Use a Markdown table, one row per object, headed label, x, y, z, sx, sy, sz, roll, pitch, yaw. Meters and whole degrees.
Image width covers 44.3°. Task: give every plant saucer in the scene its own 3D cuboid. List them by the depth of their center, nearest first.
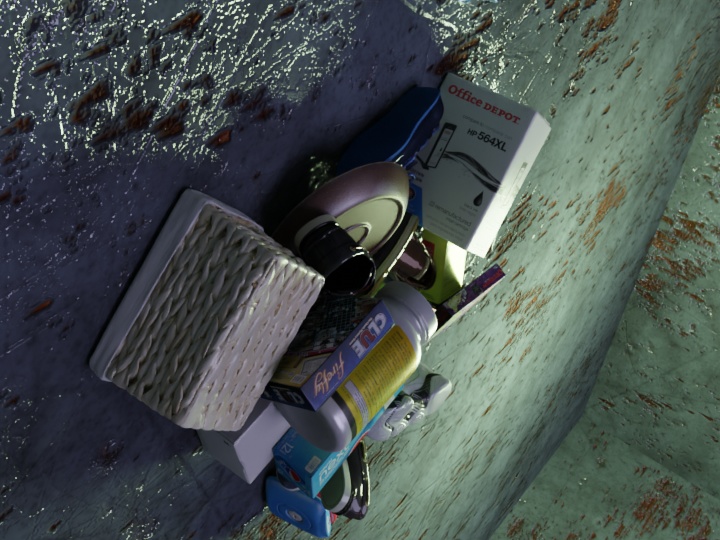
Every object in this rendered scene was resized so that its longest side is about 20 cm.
| label | x | y | z | sx | sy | sz | roll | pitch | yaw |
| --- | --- | --- | --- | --- | --- | --- | --- | --- | --- |
| plant saucer | -0.019 | -0.045 | 1.029 | 0.199 | 0.032 | 0.201 | -30 | 159 | -13 |

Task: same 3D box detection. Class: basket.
| label | x | y | z | sx | sy | sz | roll | pitch | yaw |
| --- | --- | --- | --- | --- | --- | --- | --- | --- | --- |
| basket | -0.143 | 0.046 | 0.866 | 0.202 | 0.123 | 0.135 | -61 | 156 | 1 |

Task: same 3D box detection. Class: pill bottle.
| label | x | y | z | sx | sy | sz | roll | pitch | yaw |
| --- | --- | --- | --- | --- | --- | --- | --- | --- | --- |
| pill bottle | -0.001 | 0.106 | 1.034 | 0.200 | 0.112 | 0.113 | -43 | 151 | -30 |

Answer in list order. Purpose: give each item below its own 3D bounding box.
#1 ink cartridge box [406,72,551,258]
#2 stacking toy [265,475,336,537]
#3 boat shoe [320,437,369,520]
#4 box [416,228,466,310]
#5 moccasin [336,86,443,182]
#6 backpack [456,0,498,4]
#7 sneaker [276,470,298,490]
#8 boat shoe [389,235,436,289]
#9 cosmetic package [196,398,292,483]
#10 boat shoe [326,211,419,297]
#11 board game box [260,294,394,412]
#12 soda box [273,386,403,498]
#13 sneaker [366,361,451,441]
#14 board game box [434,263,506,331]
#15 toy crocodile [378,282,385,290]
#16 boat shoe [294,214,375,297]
| label | x | y | z | sx | sy | sz | roll | pitch | yaw |
| --- | --- | --- | --- | --- | --- | --- | --- | --- | --- |
| ink cartridge box | 0.141 | -0.142 | 1.187 | 0.202 | 0.145 | 0.084 | -64 | 153 | 6 |
| stacking toy | -0.053 | 0.301 | 1.375 | 0.201 | 0.109 | 0.117 | -56 | 156 | -37 |
| boat shoe | -0.022 | 0.274 | 1.305 | 0.060 | 0.203 | 0.072 | 32 | 124 | -28 |
| box | 0.129 | -0.046 | 1.349 | 0.075 | 0.050 | 0.202 | -30 | 134 | -46 |
| moccasin | 0.049 | -0.146 | 1.074 | 0.200 | 0.080 | 0.069 | -44 | 138 | -30 |
| backpack | 0.134 | -0.380 | 0.942 | 0.199 | 0.154 | 0.164 | -37 | 157 | -16 |
| sneaker | -0.077 | 0.212 | 1.230 | 0.204 | 0.076 | 0.146 | -60 | 157 | -2 |
| boat shoe | 0.067 | -0.024 | 1.256 | 0.075 | 0.074 | 0.202 | -58 | 156 | -4 |
| cosmetic package | -0.109 | 0.147 | 1.091 | 0.200 | 0.084 | 0.108 | -45 | 151 | -29 |
| boat shoe | 0.000 | 0.000 | 1.147 | 0.202 | 0.066 | 0.072 | -55 | 177 | 6 |
| board game box | -0.072 | 0.082 | 0.972 | 0.136 | 0.199 | 0.035 | -46 | 118 | -28 |
| soda box | -0.023 | 0.186 | 1.129 | 0.200 | 0.064 | 0.068 | -47 | 156 | -28 |
| sneaker | 0.042 | 0.179 | 1.330 | 0.199 | 0.115 | 0.076 | -16 | 138 | -48 |
| board game box | 0.142 | 0.065 | 1.384 | 0.120 | 0.032 | 0.200 | -39 | 173 | -26 |
| toy crocodile | 0.024 | 0.069 | 1.253 | 0.068 | 0.061 | 0.200 | -54 | 128 | -20 |
| boat shoe | -0.019 | 0.002 | 1.003 | 0.073 | 0.063 | 0.201 | -37 | 160 | 0 |
